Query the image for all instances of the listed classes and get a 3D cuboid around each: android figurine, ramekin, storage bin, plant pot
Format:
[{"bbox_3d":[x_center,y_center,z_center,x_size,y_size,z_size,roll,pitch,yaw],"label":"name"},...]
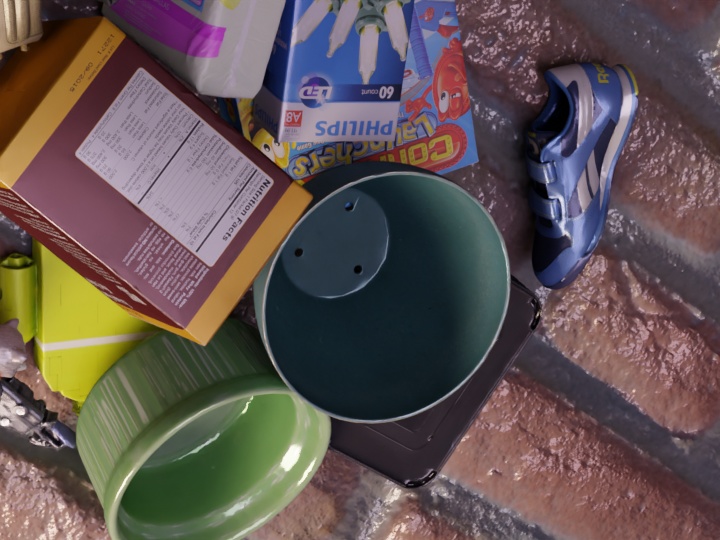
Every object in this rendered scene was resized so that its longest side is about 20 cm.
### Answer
[{"bbox_3d":[-0.201,0.023,1.614,0.180,0.041,0.202,-8,115,-22],"label":"android figurine"},{"bbox_3d":[-0.132,0.132,1.622,0.199,0.098,0.201,-24,144,-18],"label":"ramekin"},{"bbox_3d":[0.042,0.067,1.715,0.135,0.094,0.201,30,97,-32],"label":"storage bin"},{"bbox_3d":[0.000,0.000,1.569,0.198,0.135,0.202,-7,112,-18],"label":"plant pot"}]

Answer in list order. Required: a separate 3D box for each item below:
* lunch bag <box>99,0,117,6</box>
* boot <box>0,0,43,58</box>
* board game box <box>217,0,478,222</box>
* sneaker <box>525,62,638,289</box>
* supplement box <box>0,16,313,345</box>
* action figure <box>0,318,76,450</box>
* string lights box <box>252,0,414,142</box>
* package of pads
[{"bbox_3d":[-0.201,-0.302,1.388,0.163,0.118,0.201,32,128,2],"label":"lunch bag"},{"bbox_3d":[-0.307,-0.151,1.439,0.155,0.073,0.200,-24,157,-28],"label":"boot"},{"bbox_3d":[-0.015,-0.154,1.611,0.198,0.056,0.197,-20,119,-16],"label":"board game box"},{"bbox_3d":[0.171,-0.084,1.722,0.082,0.074,0.202,8,102,-25],"label":"sneaker"},{"bbox_3d":[-0.175,-0.067,1.461,0.200,0.197,0.133,40,80,-21],"label":"supplement box"},{"bbox_3d":[-0.315,0.118,1.564,0.199,0.105,0.194,36,110,-23],"label":"action figure"},{"bbox_3d":[-0.016,-0.201,1.521,0.102,0.059,0.202,-3,114,-25],"label":"string lights box"},{"bbox_3d":[-0.109,-0.246,1.469,0.068,0.154,0.202,3,113,-39],"label":"package of pads"}]
